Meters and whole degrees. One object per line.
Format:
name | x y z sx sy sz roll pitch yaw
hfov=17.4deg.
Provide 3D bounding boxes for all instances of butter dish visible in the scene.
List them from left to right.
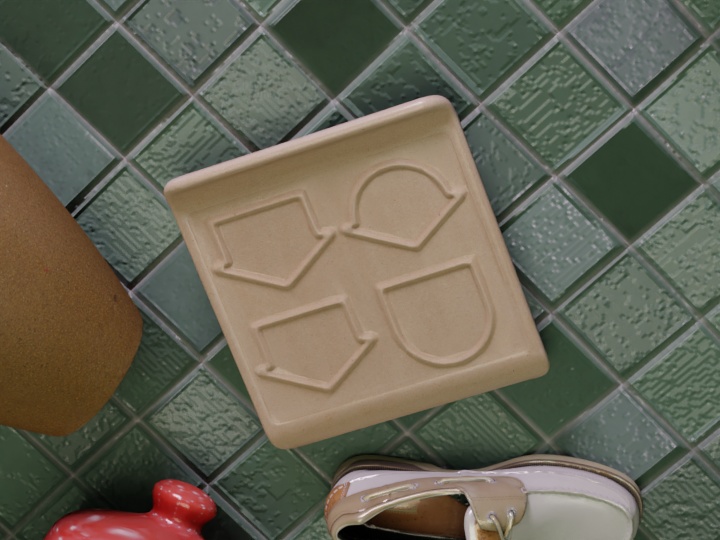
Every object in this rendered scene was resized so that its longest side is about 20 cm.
butter dish | -0.134 0.203 1.477 0.199 0.199 0.148 22 90 -2

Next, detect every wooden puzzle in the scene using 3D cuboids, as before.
wooden puzzle | 0.000 0.000 1.431 0.184 0.046 0.201 -17 114 14

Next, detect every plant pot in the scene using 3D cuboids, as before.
plant pot | -0.235 0.010 1.404 0.200 0.187 0.186 38 113 -24

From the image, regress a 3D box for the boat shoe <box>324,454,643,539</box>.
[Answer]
boat shoe | 0.077 0.160 1.472 0.199 0.068 0.075 0 113 7
